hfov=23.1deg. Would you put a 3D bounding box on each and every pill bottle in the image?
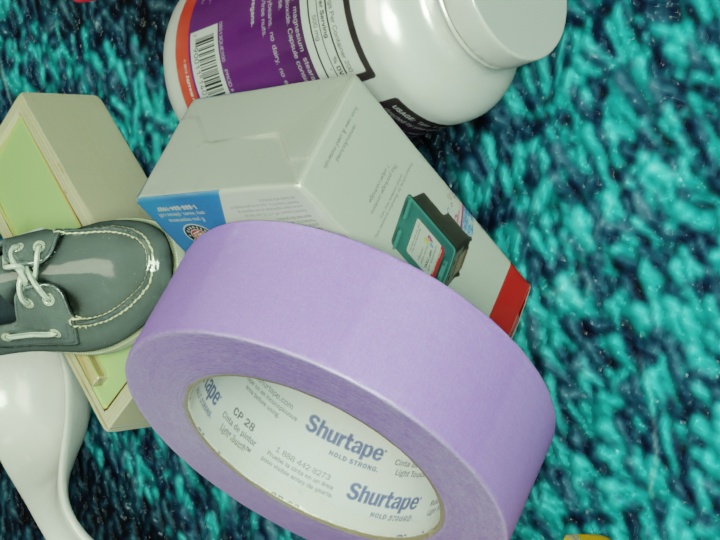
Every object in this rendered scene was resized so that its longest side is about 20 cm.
[{"bbox_3d":[0.001,-0.117,0.870,0.199,0.112,0.114,-13,83,42],"label":"pill bottle"}]

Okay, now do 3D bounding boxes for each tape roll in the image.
[{"bbox_3d":[-0.010,0.065,0.836,0.199,0.200,0.066,-2,50,43],"label":"tape roll"}]

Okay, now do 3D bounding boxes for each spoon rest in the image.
[{"bbox_3d":[-0.185,0.118,1.094,0.201,0.060,0.100,54,125,26],"label":"spoon rest"}]

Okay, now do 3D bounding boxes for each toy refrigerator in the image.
[{"bbox_3d":[-0.157,-0.008,1.055,0.076,0.070,0.201,-49,61,33],"label":"toy refrigerator"}]

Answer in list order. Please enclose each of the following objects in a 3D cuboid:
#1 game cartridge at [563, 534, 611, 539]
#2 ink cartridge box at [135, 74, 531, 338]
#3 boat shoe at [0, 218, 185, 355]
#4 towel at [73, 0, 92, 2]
[{"bbox_3d":[0.114,0.233,0.763,0.200,0.032,0.179,-129,47,-73],"label":"game cartridge"},{"bbox_3d":[0.000,0.000,0.865,0.115,0.200,0.068,-2,51,43],"label":"ink cartridge box"},{"bbox_3d":[-0.184,0.013,0.994,0.198,0.061,0.074,-12,79,36],"label":"boat shoe"},{"bbox_3d":[-0.036,-0.178,0.884,0.199,0.144,0.023,-17,94,43],"label":"towel"}]
